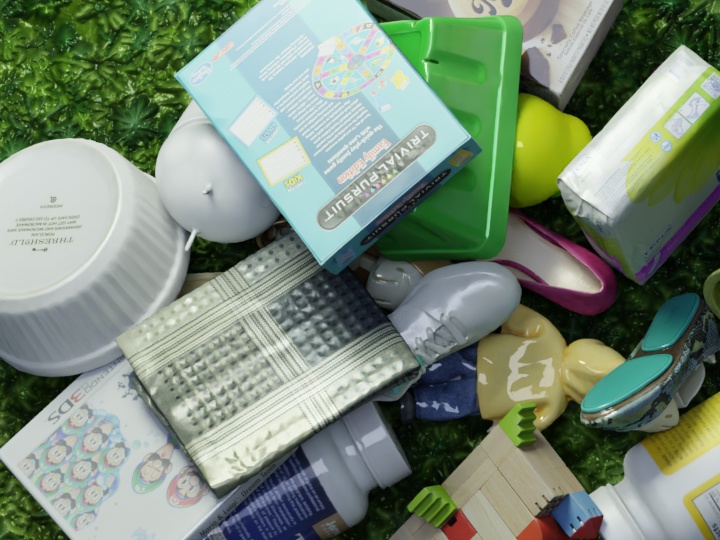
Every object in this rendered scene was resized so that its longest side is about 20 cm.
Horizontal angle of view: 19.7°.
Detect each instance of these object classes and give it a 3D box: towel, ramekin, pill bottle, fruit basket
[{"bbox_3d":[-0.076,0.071,1.652,0.200,0.035,0.193,-31,52,-10],"label":"towel"},{"bbox_3d":[-0.250,-0.020,1.739,0.201,0.094,0.203,-12,54,17],"label":"ramekin"},{"bbox_3d":[-0.062,0.180,1.718,0.199,0.111,0.111,-29,79,2],"label":"pill bottle"},{"bbox_3d":[0.089,-0.106,1.704,0.155,0.215,0.217,-1,79,42],"label":"fruit basket"},{"bbox_3d":[0.283,0.168,1.680,0.200,0.111,0.112,-32,79,1],"label":"pill bottle"}]

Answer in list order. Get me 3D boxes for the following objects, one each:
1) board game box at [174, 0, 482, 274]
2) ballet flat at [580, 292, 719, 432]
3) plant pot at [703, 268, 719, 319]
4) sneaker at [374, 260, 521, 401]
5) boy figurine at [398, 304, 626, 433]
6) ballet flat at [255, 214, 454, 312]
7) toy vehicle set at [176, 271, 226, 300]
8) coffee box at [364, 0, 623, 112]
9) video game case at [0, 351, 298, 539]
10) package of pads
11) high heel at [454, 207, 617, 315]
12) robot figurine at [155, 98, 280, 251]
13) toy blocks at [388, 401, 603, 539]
[{"bbox_3d":[-0.026,-0.122,1.607,0.151,0.047,0.200,-40,73,6],"label":"board game box"},{"bbox_3d":[0.243,0.091,1.672,0.074,0.074,0.200,39,44,10],"label":"ballet flat"},{"bbox_3d":[0.402,-0.034,1.672,0.199,0.200,0.191,21,72,9],"label":"plant pot"},{"bbox_3d":[0.040,0.064,1.667,0.199,0.089,0.075,-25,119,16],"label":"sneaker"},{"bbox_3d":[0.129,0.083,1.735,0.199,0.064,0.125,-6,81,5],"label":"boy figurine"},{"bbox_3d":[0.000,0.000,1.759,0.199,0.063,0.069,22,120,13],"label":"ballet flat"},{"bbox_3d":[-0.157,0.093,1.730,0.124,0.027,0.201,-2,56,22],"label":"toy vehicle set"},{"bbox_3d":[0.112,-0.235,1.775,0.199,0.080,0.113,29,86,10],"label":"coffee box"},{"bbox_3d":[-0.174,0.145,1.667,0.182,0.024,0.200,-43,52,-9],"label":"video game case"},{"bbox_3d":[0.239,-0.080,1.676,0.068,0.200,0.155,42,88,22],"label":"package of pads"},{"bbox_3d":[0.124,-0.021,1.734,0.200,0.096,0.067,35,87,10],"label":"high heel"},{"bbox_3d":[-0.101,-0.101,1.737,0.112,0.170,0.200,16,44,12],"label":"robot figurine"},{"bbox_3d":[0.118,0.222,1.666,0.200,0.100,0.137,-49,65,25],"label":"toy blocks"}]
